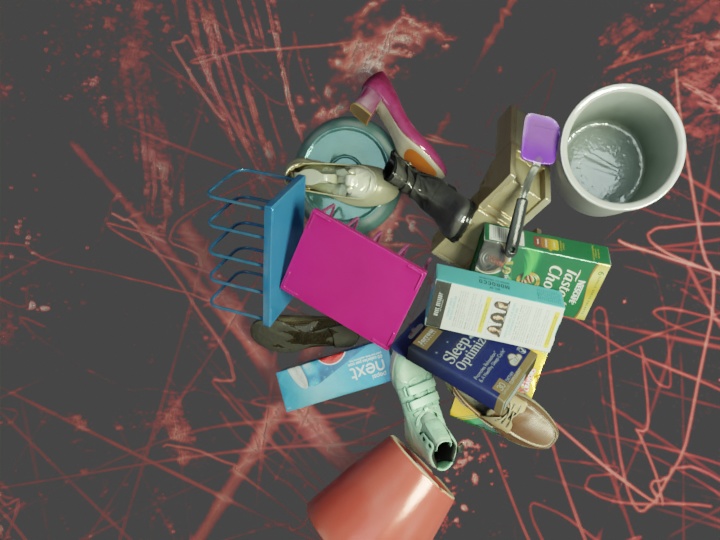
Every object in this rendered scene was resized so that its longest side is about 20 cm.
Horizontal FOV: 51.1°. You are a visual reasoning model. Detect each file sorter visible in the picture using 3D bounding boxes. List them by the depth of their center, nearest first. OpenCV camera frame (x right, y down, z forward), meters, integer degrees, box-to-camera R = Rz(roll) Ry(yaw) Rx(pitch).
[{"bbox_3d":[-0.168,-0.044,1.205,0.119,0.139,0.205,12,119,14],"label":"file sorter"},{"bbox_3d":[0.000,0.000,1.205,0.197,0.125,0.141,29,110,6],"label":"file sorter"}]

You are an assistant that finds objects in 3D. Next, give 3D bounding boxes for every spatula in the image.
[{"bbox_3d":[0.236,-0.115,1.064,0.055,0.021,0.205,8,109,-11],"label":"spatula"}]

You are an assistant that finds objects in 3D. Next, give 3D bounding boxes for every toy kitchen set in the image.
[{"bbox_3d":[0.240,-0.104,1.211,0.161,0.183,0.200,29,134,-17],"label":"toy kitchen set"}]

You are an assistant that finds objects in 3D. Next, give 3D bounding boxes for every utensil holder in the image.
[{"bbox_3d":[0.370,-0.166,1.118,0.165,0.200,0.176,0,89,9],"label":"utensil holder"}]

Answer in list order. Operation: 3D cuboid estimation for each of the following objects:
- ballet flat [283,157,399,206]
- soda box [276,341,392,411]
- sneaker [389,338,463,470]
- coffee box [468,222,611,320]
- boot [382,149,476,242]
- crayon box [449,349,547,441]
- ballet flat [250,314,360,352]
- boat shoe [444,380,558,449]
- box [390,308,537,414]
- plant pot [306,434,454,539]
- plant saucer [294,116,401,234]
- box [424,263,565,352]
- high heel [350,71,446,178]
[{"bbox_3d":[-0.034,-0.145,1.227,0.194,0.069,0.072,7,91,9],"label":"ballet flat"},{"bbox_3d":[-0.036,0.171,1.253,0.195,0.064,0.070,-18,87,8],"label":"soda box"},{"bbox_3d":[0.107,0.211,1.173,0.072,0.118,0.206,-19,111,-19],"label":"sneaker"},{"bbox_3d":[0.268,0.003,1.149,0.194,0.045,0.125,12,132,-2],"label":"coffee box"},{"bbox_3d":[0.095,-0.117,1.153,0.130,0.200,0.071,30,100,-17],"label":"boot"},{"bbox_3d":[0.228,0.154,1.211,0.116,0.058,0.205,19,93,9],"label":"crayon box"},{"bbox_3d":[-0.092,0.099,1.276,0.194,0.047,0.069,-3,120,15],"label":"ballet flat"},{"bbox_3d":[0.211,0.210,1.147,0.197,0.072,0.077,30,95,9],"label":"boat shoe"},{"bbox_3d":[0.155,0.122,1.140,0.197,0.121,0.033,27,134,24],"label":"box"},{"bbox_3d":[0.042,0.375,1.186,0.200,0.201,0.178,42,86,7],"label":"plant pot"},{"bbox_3d":[-0.024,-0.160,1.272,0.194,0.027,0.207,0,90,9],"label":"plant saucer"},{"bbox_3d":[0.199,0.057,1.133,0.194,0.050,0.084,13,120,1],"label":"box"},{"bbox_3d":[0.079,-0.241,1.248,0.198,0.068,0.097,37,64,2],"label":"high heel"}]
